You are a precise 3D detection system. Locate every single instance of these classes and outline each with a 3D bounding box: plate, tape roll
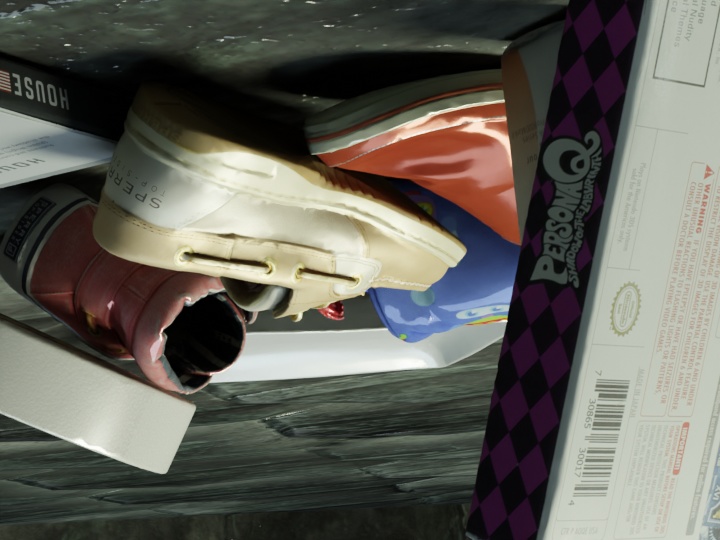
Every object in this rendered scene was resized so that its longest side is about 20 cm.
[{"bbox_3d":[-0.016,0.040,1.328,0.200,0.032,0.200,-2,170,-13],"label":"plate"},{"bbox_3d":[-0.172,0.036,0.944,0.203,0.037,0.203,25,176,2],"label":"tape roll"}]

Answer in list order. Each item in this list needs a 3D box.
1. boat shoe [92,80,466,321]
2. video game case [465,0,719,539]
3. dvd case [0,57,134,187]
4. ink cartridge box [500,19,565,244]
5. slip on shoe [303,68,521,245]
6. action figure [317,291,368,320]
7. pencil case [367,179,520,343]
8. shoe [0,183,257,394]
[{"bbox_3d":[-0.033,-0.017,0.817,0.074,0.069,0.200,39,-168,36],"label":"boat shoe"},{"bbox_3d":[0.123,-0.010,0.646,0.181,0.200,0.036,3,-170,-42],"label":"video game case"},{"bbox_3d":[-0.192,-0.052,0.729,0.150,0.025,0.200,-11,169,27],"label":"dvd case"},{"bbox_3d":[0.138,0.013,0.760,0.162,0.200,0.050,1,171,-30],"label":"ink cartridge box"},{"bbox_3d":[0.064,-0.042,0.821,0.200,0.061,0.074,5,167,-41],"label":"slip on shoe"},{"bbox_3d":[0.000,0.000,1.072,0.065,0.052,0.200,-10,167,39],"label":"action figure"},{"bbox_3d":[0.100,-0.014,0.942,0.200,0.078,0.087,-8,153,15],"label":"pencil case"},{"bbox_3d":[-0.089,0.022,0.967,0.091,0.071,0.200,33,178,19],"label":"shoe"}]
